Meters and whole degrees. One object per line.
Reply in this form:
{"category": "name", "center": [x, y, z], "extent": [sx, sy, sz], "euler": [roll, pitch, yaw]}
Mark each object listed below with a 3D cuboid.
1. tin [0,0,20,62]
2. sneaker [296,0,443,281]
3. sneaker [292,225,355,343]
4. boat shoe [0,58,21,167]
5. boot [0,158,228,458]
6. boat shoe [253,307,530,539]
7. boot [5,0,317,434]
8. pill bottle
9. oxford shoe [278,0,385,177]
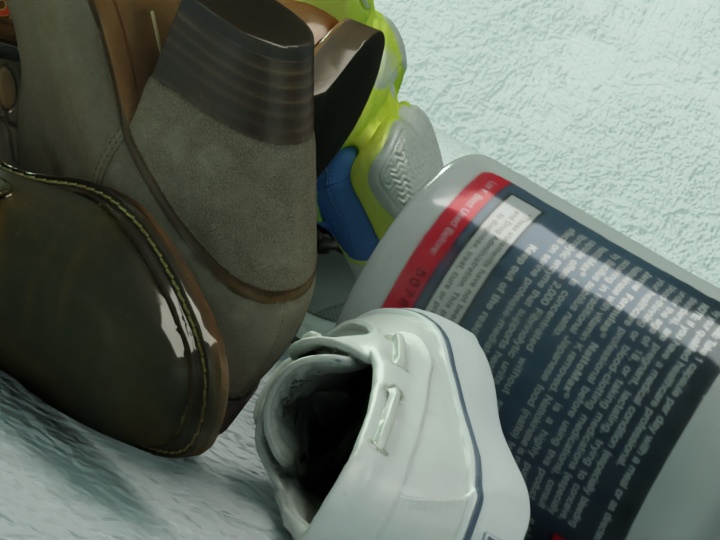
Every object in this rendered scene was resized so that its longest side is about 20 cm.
{"category": "tin", "center": [-0.195, -0.100, 0.878], "extent": [0.200, 0.042, 0.112], "euler": [4, -7, 41]}
{"category": "sneaker", "center": [-0.028, -0.063, 0.975], "extent": [0.105, 0.201, 0.076], "euler": [-13, -2, 14]}
{"category": "sneaker", "center": [0.000, 0.000, 1.033], "extent": [0.200, 0.079, 0.074], "euler": [22, 11, -34]}
{"category": "boat shoe", "center": [-0.132, -0.038, 0.888], "extent": [0.073, 0.075, 0.200], "euler": [4, -5, 36]}
{"category": "boot", "center": [-0.127, 0.000, 0.668], "extent": [0.097, 0.075, 0.200], "euler": [-5, 29, -43]}
{"category": "boat shoe", "center": [0.001, 0.046, 0.725], "extent": [0.065, 0.074, 0.200], "euler": [31, 5, -15]}
{"category": "boot", "center": [-0.086, -0.045, 0.732], "extent": [0.070, 0.147, 0.200], "euler": [-11, 41, -40]}
{"category": "pill bottle", "center": [0.096, 0.053, 0.857], "extent": [0.200, 0.120, 0.120], "euler": [31, 7, 16]}
{"category": "oxford shoe", "center": [-0.065, -0.040, 0.859], "extent": [0.071, 0.071, 0.200], "euler": [26, 41, 11]}
